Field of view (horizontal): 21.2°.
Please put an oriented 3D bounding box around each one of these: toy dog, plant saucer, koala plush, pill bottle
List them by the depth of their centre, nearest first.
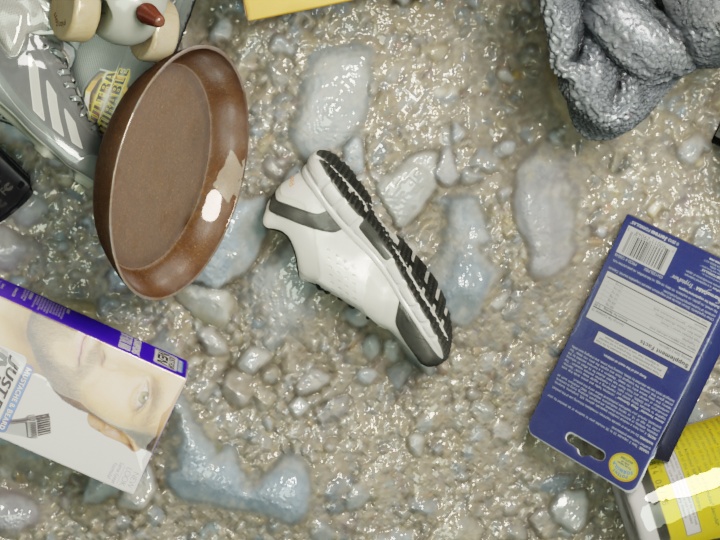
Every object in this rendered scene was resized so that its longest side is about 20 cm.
[{"bbox_3d":[-0.166,-0.248,1.419,0.132,0.096,0.200,-20,108,-33],"label":"toy dog"},{"bbox_3d":[0.248,-0.198,1.462,0.200,0.177,0.184,-7,110,15],"label":"koala plush"},{"bbox_3d":[-0.149,-0.077,1.475,0.034,0.200,0.201,14,101,24],"label":"plant saucer"},{"bbox_3d":[0.312,0.170,1.578,0.200,0.111,0.111,-18,101,0],"label":"pill bottle"}]

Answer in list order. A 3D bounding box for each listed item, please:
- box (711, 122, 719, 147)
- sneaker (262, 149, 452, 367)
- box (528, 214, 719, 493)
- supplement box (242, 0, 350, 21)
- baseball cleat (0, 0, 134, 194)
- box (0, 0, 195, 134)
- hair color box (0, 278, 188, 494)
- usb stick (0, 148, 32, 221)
[{"bbox_3d":[0.409,-0.118,1.525,0.200,0.124,0.149,24,99,-7],"label":"box"},{"bbox_3d":[0.000,0.000,1.555,0.080,0.074,0.200,-35,97,18],"label":"sneaker"},{"bbox_3d":[0.225,0.068,1.553,0.032,0.121,0.200,19,98,-51],"label":"box"},{"bbox_3d":[-0.011,-0.310,1.456,0.197,0.133,0.200,-12,101,-1],"label":"supplement box"},{"bbox_3d":[-0.233,-0.142,1.459,0.200,0.070,0.106,39,90,-13],"label":"baseball cleat"},{"bbox_3d":[-0.217,-0.201,1.506,0.159,0.046,0.200,21,99,-7],"label":"box"},{"bbox_3d":[-0.251,0.088,1.550,0.200,0.065,0.109,24,97,-9],"label":"hair color box"},{"bbox_3d":[-0.334,-0.113,1.486,0.055,0.033,0.200,-38,124,6],"label":"usb stick"}]
